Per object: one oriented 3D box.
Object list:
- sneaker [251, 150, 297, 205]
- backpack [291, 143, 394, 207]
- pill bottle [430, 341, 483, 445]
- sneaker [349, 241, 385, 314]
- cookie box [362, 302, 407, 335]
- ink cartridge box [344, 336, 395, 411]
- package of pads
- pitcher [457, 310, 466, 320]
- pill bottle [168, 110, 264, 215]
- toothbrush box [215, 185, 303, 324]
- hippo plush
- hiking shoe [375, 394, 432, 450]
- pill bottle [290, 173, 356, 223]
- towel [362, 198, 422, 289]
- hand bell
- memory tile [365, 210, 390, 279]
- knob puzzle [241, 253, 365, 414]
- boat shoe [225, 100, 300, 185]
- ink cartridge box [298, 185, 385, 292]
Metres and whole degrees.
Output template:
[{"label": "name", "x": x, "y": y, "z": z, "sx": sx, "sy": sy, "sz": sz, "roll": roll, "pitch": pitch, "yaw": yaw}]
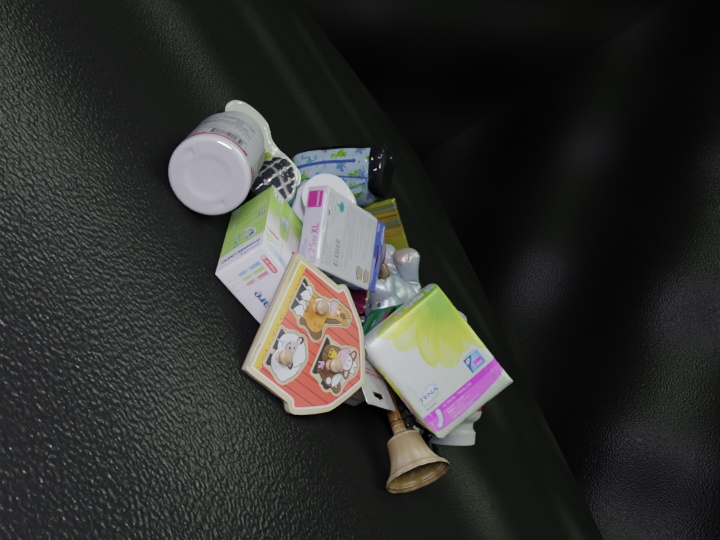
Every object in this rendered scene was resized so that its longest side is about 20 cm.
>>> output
[{"label": "sneaker", "x": -0.149, "y": -0.147, "z": 1.237, "sx": 0.200, "sy": 0.077, "sz": 0.080, "roll": 47, "pitch": -13, "yaw": 55}, {"label": "backpack", "x": -0.046, "y": -0.184, "z": 1.470, "sx": 0.163, "sy": 0.200, "sz": 0.154, "roll": 41, "pitch": 63, "yaw": -80}, {"label": "pill bottle", "x": 0.181, "y": 0.234, "z": 1.440, "sx": 0.116, "sy": 0.116, "sz": 0.200, "roll": 19, "pitch": 72, "yaw": -69}, {"label": "sneaker", "x": 0.000, "y": 0.000, "z": 1.290, "sx": 0.081, "sy": 0.200, "sz": 0.088, "roll": 29, "pitch": 41, "yaw": 2}, {"label": "cookie box", "x": 0.097, "y": 0.138, "z": 1.284, "sx": 0.171, "sy": 0.075, "sz": 0.200, "roll": 36, "pitch": -16, "yaw": -10}, {"label": "ink cartridge box", "x": -0.028, "y": 0.139, "z": 1.148, "sx": 0.117, "sy": 0.067, "sz": 0.200, "roll": 34, "pitch": 28, "yaw": -59}, {"label": "package of pads", "x": 0.113, "y": 0.142, "z": 1.144, "sx": 0.200, "sy": 0.154, "sz": 0.068, "roll": 52, "pitch": -4, "yaw": -5}, {"label": "pitcher", "x": 0.167, "y": 0.200, "z": 1.618, "sx": 0.121, "sy": 0.172, "sz": 0.200, "roll": 17, "pitch": 31, "yaw": 7}, {"label": "pill bottle", "x": -0.201, "y": -0.165, "z": 1.074, "sx": 0.113, "sy": 0.113, "sz": 0.200, "roll": 55, "pitch": 15, "yaw": -19}, {"label": "toothbrush box", "x": -0.125, "y": -0.012, "z": 1.087, "sx": 0.146, "sy": 0.086, "sz": 0.200, "roll": 52, "pitch": 17, "yaw": -25}, {"label": "hippo plush", "x": 0.040, "y": 0.056, "z": 1.475, "sx": 0.161, "sy": 0.159, "sz": 0.200, "roll": -35, "pitch": 111, "yaw": -53}, {"label": "hiking shoe", "x": 0.078, "y": 0.244, "z": 1.287, "sx": 0.200, "sy": 0.076, "sz": 0.101, "roll": 41, "pitch": 25, "yaw": -43}, {"label": "pill bottle", "x": -0.064, "y": -0.086, "z": 1.247, "sx": 0.109, "sy": 0.109, "sz": 0.200, "roll": 63, "pitch": -14, "yaw": 13}, {"label": "towel", "x": 0.064, "y": -0.047, "z": 1.528, "sx": 0.018, "sy": 0.086, "sz": 0.200, "roll": -34, "pitch": 110, "yaw": -52}, {"label": "hand bell", "x": 0.057, "y": 0.237, "z": 1.171, "sx": 0.104, "sy": 0.104, "sz": 0.200, "roll": 40, "pitch": 23, "yaw": -54}, {"label": "memory tile", "x": -0.029, "y": -0.068, "z": 1.383, "sx": 0.200, "sy": 0.017, "sz": 0.153, "roll": 25, "pitch": -38, "yaw": 41}, {"label": "knob puzzle", "x": -0.050, "y": 0.104, "z": 0.995, "sx": 0.219, "sy": 0.030, "sz": 0.220, "roll": 6, "pitch": 81, "yaw": -47}, {"label": "boat shoe", "x": -0.192, "y": -0.226, "z": 1.382, "sx": 0.200, "sy": 0.073, "sz": 0.062, "roll": 52, "pitch": -29, "yaw": -2}, {"label": "ink cartridge box", "x": -0.024, "y": -0.041, "z": 1.115, "sx": 0.200, "sy": 0.042, "sz": 0.120, "roll": 25, "pitch": 70, "yaw": -59}]
